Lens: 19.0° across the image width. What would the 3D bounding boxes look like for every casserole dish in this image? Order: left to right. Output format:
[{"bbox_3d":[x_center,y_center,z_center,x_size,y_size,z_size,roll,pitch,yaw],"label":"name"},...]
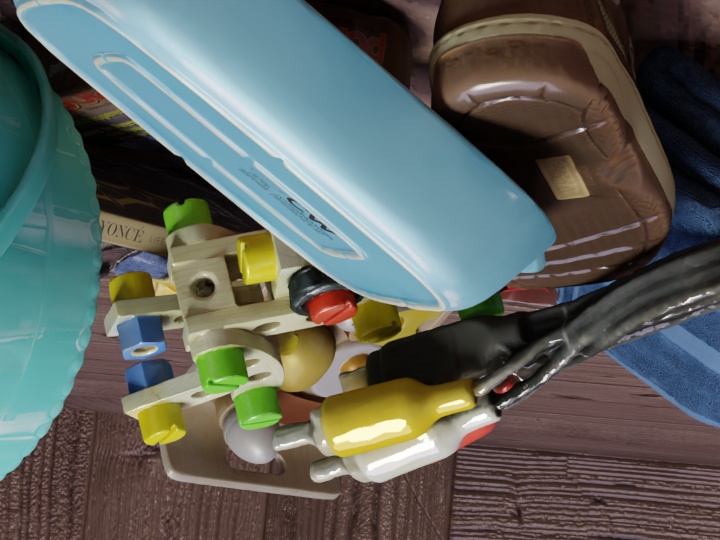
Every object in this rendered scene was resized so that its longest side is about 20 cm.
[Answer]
[{"bbox_3d":[-0.029,-0.047,0.638,0.200,0.039,0.121,39,169,-20],"label":"casserole dish"}]

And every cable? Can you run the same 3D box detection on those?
[{"bbox_3d":[0.068,0.038,0.769,0.199,0.051,0.097,-17,164,32],"label":"cable"}]

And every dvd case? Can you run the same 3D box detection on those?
[{"bbox_3d":[-0.111,-0.040,0.914,0.148,0.016,0.199,34,-167,39],"label":"dvd case"}]

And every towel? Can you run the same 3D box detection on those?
[{"bbox_3d":[0.128,0.000,0.829,0.111,0.049,0.200,39,163,15],"label":"towel"}]

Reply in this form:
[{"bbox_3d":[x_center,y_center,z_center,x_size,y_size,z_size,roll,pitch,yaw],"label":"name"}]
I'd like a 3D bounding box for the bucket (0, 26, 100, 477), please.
[{"bbox_3d":[-0.197,-0.008,0.737,0.206,0.209,0.134,0,174,34],"label":"bucket"}]

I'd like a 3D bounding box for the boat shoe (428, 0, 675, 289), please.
[{"bbox_3d":[0.063,-0.054,0.689,0.074,0.075,0.202,-4,161,5],"label":"boat shoe"}]

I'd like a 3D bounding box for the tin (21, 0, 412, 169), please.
[{"bbox_3d":[-0.061,-0.070,0.807,0.111,0.042,0.199,6,173,-33],"label":"tin"}]

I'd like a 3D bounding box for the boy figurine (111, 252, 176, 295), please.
[{"bbox_3d":[-0.092,0.002,1.234,0.199,0.065,0.124,15,164,-39],"label":"boy figurine"}]

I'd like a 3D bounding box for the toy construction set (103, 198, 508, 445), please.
[{"bbox_3d":[0.000,0.000,0.834,0.199,0.093,0.131,-25,163,-17],"label":"toy construction set"}]

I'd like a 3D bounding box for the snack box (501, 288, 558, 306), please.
[{"bbox_3d":[0.018,-0.010,1.090,0.198,0.025,0.072,7,-167,19],"label":"snack box"}]

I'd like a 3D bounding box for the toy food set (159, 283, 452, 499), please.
[{"bbox_3d":[-0.007,0.054,1.228,0.143,0.061,0.200,13,128,-44],"label":"toy food set"}]

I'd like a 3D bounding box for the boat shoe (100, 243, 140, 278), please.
[{"bbox_3d":[-0.144,-0.017,0.960,0.072,0.065,0.200,27,-171,10],"label":"boat shoe"}]
